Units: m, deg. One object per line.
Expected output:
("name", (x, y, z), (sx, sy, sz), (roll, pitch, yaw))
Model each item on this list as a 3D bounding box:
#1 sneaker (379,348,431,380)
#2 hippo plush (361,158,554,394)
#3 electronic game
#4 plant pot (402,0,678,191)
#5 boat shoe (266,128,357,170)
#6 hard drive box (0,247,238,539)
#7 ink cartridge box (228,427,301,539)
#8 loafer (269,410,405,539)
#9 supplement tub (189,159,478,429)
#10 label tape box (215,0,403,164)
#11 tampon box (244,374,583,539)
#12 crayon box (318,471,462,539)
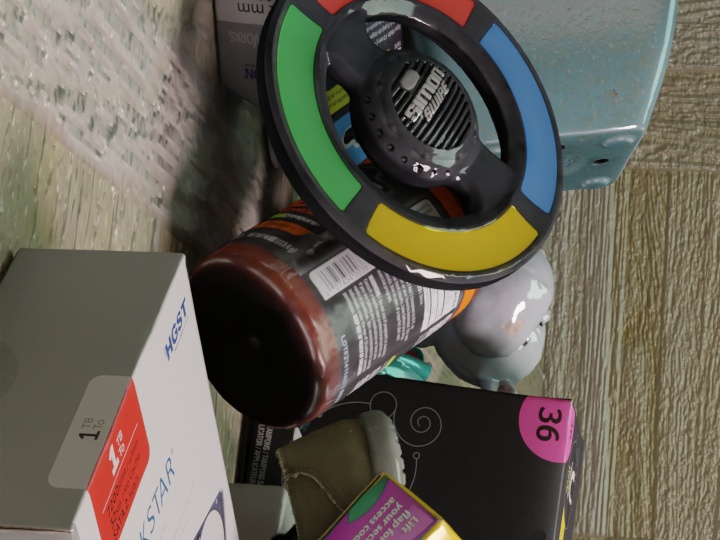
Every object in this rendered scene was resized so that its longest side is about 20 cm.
("sneaker", (0.011, 0.116, 1.286), (0.201, 0.083, 0.122), (71, 33, -58))
("hippo plush", (0.041, 0.030, 1.114), (0.160, 0.160, 0.201), (-51, 165, -36))
("electronic game", (0.031, -0.084, 0.923), (0.042, 0.198, 0.202), (-35, -142, 49))
("plant pot", (0.113, -0.161, 1.135), (0.197, 0.193, 0.202), (100, -17, -74))
("boat shoe", (-0.008, -0.126, 1.153), (0.201, 0.070, 0.073), (-73, 161, -51))
("hard drive box", (-0.111, 0.118, 0.687), (0.157, 0.076, 0.202), (-75, 162, -50))
("ink cartridge box", (-0.069, 0.196, 0.924), (0.117, 0.067, 0.202), (75, 21, -51))
("loafer", (-0.022, 0.162, 0.868), (0.075, 0.069, 0.202), (-114, -154, -64))
("supplement tub", (0.000, 0.000, 0.957), (0.199, 0.106, 0.108), (-33, 130, -42))
("label tape box", (-0.029, -0.162, 1.008), (0.143, 0.065, 0.202), (-42, 137, -56))
("tampon box", (0.034, 0.155, 1.077), (0.126, 0.197, 0.152), (57, 41, -70))
("crayon box", (0.000, 0.226, 0.818), (0.200, 0.058, 0.173), (-47, 128, -8))
